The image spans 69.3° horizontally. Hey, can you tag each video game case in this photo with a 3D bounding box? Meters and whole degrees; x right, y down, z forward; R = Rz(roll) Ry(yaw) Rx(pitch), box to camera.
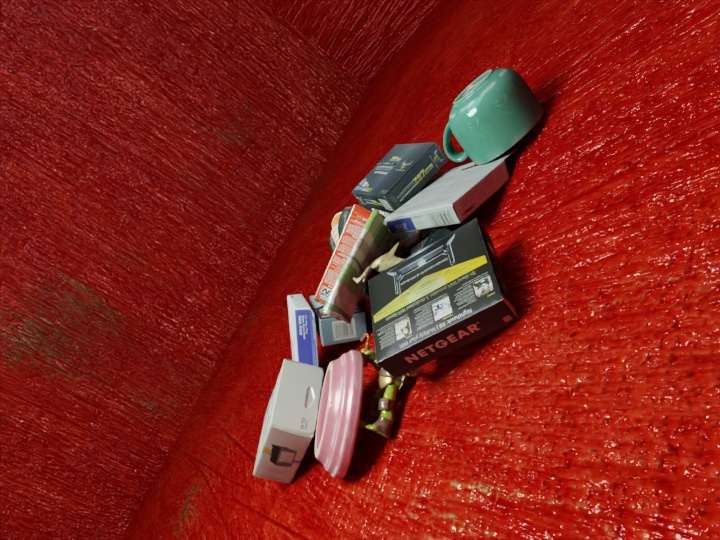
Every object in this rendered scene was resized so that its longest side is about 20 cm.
[{"bbox_3d":[0.095,-0.053,1.058,0.198,0.025,0.182,-34,28,25],"label":"video game case"}]

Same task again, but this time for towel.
[{"bbox_3d":[0.000,0.000,0.970,0.203,0.030,0.149,-63,-13,-5],"label":"towel"}]

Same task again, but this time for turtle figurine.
[{"bbox_3d":[0.041,0.173,0.827,0.199,0.064,0.164,-4,63,59],"label":"turtle figurine"}]

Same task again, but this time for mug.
[{"bbox_3d":[0.224,-0.278,0.947,0.184,0.115,0.153,-38,15,16],"label":"mug"}]

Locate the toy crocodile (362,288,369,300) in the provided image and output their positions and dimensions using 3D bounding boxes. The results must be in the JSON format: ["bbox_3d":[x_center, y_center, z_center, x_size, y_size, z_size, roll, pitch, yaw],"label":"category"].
[{"bbox_3d":[0.050,-0.021,1.177,0.067,0.062,0.202,-19,36,38],"label":"toy crocodile"}]

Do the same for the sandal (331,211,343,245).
[{"bbox_3d":[-0.022,-0.068,1.265,0.207,0.058,0.080,51,131,32],"label":"sandal"}]

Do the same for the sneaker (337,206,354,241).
[{"bbox_3d":[-0.016,-0.042,1.188,0.079,0.074,0.205,-80,-13,-74],"label":"sneaker"}]

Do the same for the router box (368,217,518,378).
[{"bbox_3d":[0.107,0.039,0.742,0.198,0.052,0.159,-30,40,24],"label":"router box"}]

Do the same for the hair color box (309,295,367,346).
[{"bbox_3d":[-0.053,0.101,1.159,0.200,0.097,0.062,-139,42,-74],"label":"hair color box"}]

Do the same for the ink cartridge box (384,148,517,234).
[{"bbox_3d":[0.170,-0.141,0.960,0.199,0.044,0.195,-38,16,-27],"label":"ink cartridge box"}]

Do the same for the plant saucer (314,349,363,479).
[{"bbox_3d":[-0.039,0.231,0.855,0.200,0.050,0.205,-169,90,-84],"label":"plant saucer"}]

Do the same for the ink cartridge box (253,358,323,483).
[{"bbox_3d":[-0.140,0.291,0.999,0.149,0.084,0.202,-85,12,-47],"label":"ink cartridge box"}]

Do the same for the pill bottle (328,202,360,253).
[{"bbox_3d":[0.009,-0.108,1.353,0.200,0.111,0.113,-41,23,44],"label":"pill bottle"}]

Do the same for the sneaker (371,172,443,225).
[{"bbox_3d":[0.121,-0.158,1.188,0.198,0.074,0.114,-23,-11,23],"label":"sneaker"}]

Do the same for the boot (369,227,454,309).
[{"bbox_3d":[0.105,0.016,0.908,0.170,0.076,0.200,-58,12,-14],"label":"boot"}]

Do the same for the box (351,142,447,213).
[{"bbox_3d":[0.078,-0.202,1.121,0.158,0.051,0.200,-46,24,-6],"label":"box"}]

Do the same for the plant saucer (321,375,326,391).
[{"bbox_3d":[-0.069,0.249,1.035,0.019,0.071,0.200,-16,-14,-37],"label":"plant saucer"}]

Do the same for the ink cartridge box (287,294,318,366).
[{"bbox_3d":[-0.130,0.171,1.169,0.200,0.042,0.201,-146,52,-75],"label":"ink cartridge box"}]

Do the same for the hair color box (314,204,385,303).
[{"bbox_3d":[-0.019,-0.029,1.064,0.203,0.063,0.111,-65,-5,9],"label":"hair color box"}]

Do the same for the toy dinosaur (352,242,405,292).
[{"bbox_3d":[0.039,-0.007,0.898,0.102,0.058,0.200,-52,7,-1],"label":"toy dinosaur"}]
